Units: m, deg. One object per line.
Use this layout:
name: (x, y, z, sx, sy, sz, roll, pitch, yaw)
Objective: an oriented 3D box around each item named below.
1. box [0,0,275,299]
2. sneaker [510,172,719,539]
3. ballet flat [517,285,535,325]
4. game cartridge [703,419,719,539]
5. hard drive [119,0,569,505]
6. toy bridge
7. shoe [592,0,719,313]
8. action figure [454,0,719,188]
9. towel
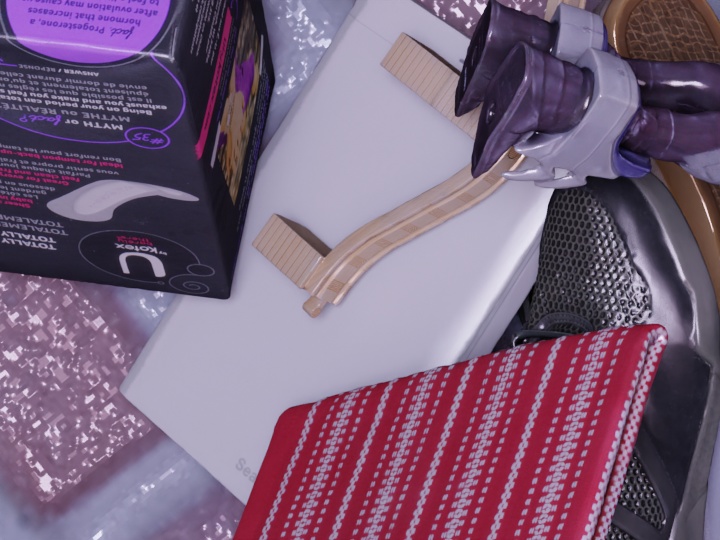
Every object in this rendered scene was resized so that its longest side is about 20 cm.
box: (-0.104, -0.081, 0.878, 0.121, 0.200, 0.107, 8, 66, 5)
sneaker: (0.069, 0.060, 0.854, 0.076, 0.114, 0.201, 11, 100, 50)
ballet flat: (0.098, 0.063, 0.944, 0.068, 0.068, 0.201, -19, 93, 6)
game cartridge: (0.215, 0.094, 0.872, 0.199, 0.040, 0.134, 1, 107, 23)
hard drive: (0.000, 0.000, 0.942, 0.132, 0.026, 0.201, 37, 99, 34)
toy bridge: (0.037, -0.064, 0.901, 0.067, 0.027, 0.201, 40, 100, 33)
shoe: (0.143, -0.022, 0.945, 0.070, 0.053, 0.201, -27, 97, -24)
action figure: (0.137, -0.050, 0.835, 0.199, 0.131, 0.070, 10, 131, -9)
towel: (0.014, 0.095, 0.810, 0.022, 0.199, 0.145, 37, 58, -28)
